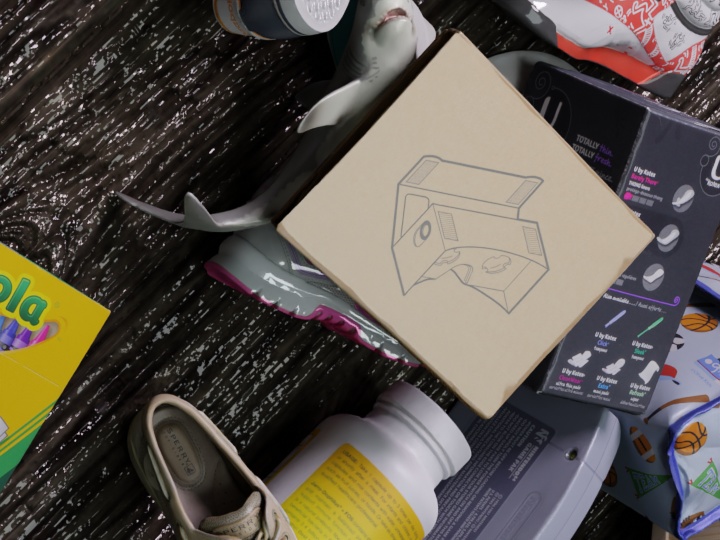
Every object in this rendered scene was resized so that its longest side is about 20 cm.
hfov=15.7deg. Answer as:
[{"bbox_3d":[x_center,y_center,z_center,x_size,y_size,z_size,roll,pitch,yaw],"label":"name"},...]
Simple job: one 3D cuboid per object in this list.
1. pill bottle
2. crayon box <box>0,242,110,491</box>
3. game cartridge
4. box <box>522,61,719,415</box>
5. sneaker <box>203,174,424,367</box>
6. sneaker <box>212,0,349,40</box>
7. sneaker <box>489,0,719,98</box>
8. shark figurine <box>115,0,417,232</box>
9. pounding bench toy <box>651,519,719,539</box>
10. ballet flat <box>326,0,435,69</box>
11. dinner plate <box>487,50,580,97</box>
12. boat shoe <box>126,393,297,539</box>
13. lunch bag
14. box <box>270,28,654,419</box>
[{"bbox_3d":[-0.020,0.167,1.725,0.200,0.104,0.104,-44,130,-15],"label":"pill bottle"},{"bbox_3d":[-0.267,0.048,1.503,0.200,0.058,0.173,35,86,-43],"label":"crayon box"},{"bbox_3d":[0.085,0.161,1.790,0.200,0.133,0.041,-52,131,-8],"label":"game cartridge"},{"bbox_3d":[0.153,-0.021,1.741,0.106,0.122,0.200,13,101,-40],"label":"box"},{"bbox_3d":[0.000,0.000,1.679,0.200,0.081,0.088,24,90,-37],"label":"sneaker"},{"bbox_3d":[-0.026,-0.216,1.580,0.079,0.079,0.200,59,44,-30],"label":"sneaker"},{"bbox_3d":[0.172,-0.191,1.741,0.201,0.067,0.108,18,109,-48],"label":"sneaker"},{"bbox_3d":[-0.037,-0.084,1.616,0.214,0.089,0.128,-45,132,-2],"label":"shark figurine"},{"bbox_3d":[0.312,0.215,1.926,0.124,0.156,0.200,40,48,-42],"label":"pounding bench toy"},{"bbox_3d":[0.026,-0.119,1.672,0.069,0.069,0.200,-29,122,-26],"label":"ballet flat"},{"bbox_3d":[0.101,-0.051,1.785,0.200,0.024,0.201,-17,120,-33],"label":"dinner plate"},{"bbox_3d":[-0.078,0.165,1.628,0.072,0.065,0.200,-32,84,-14],"label":"boat shoe"},{"bbox_3d":[0.242,0.073,1.856,0.200,0.170,0.124,-26,128,-27],"label":"lunch bag"},{"bbox_3d":[0.066,-0.026,1.615,0.164,0.021,0.200,-48,117,-2],"label":"box"}]
